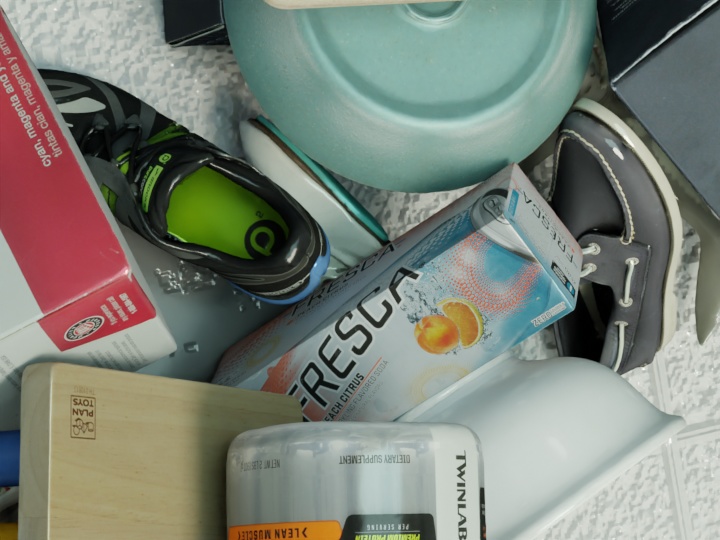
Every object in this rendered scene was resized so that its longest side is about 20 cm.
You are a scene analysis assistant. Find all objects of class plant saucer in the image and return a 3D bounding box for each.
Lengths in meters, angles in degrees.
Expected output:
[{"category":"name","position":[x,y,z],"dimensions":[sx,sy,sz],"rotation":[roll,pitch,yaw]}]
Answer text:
[{"category":"plant saucer","position":[0.031,-0.140,1.128],"dimensions":[0.198,0.036,0.202],"rotation":[1,86,-15]}]

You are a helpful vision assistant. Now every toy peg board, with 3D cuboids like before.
[{"category":"toy peg board","position":[-0.120,0.154,1.058],"dimensions":[0.200,0.097,0.201],"rotation":[14,73,-58]}]

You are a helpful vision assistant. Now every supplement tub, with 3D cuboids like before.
[{"category":"supplement tub","position":[-0.001,0.172,1.041],"dimensions":[0.122,0.122,0.202],"rotation":[2,82,-23]}]

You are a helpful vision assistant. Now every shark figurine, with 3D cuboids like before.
[{"category":"shark figurine","position":[0.138,-0.062,1.279],"dimensions":[0.089,0.128,0.215],"rotation":[-40,124,6]}]

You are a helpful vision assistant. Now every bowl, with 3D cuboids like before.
[{"category":"bowl","position":[0.064,0.103,1.180],"dimensions":[0.200,0.201,0.091],"rotation":[-32,81,-21]}]

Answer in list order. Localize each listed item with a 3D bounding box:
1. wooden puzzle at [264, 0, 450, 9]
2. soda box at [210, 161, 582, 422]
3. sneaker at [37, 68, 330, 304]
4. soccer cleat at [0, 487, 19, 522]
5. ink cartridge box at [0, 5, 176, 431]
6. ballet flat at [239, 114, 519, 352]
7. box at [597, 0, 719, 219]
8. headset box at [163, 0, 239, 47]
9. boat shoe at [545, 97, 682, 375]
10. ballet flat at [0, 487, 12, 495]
[{"category":"wooden puzzle","position":[0.021,-0.225,1.098],"dimensions":[0.184,0.037,0.201],"rotation":[-5,68,-17]},{"category":"soda box","position":[0.015,0.031,1.152],"dimensions":[0.199,0.069,0.064],"rotation":[-34,106,22]},{"category":"sneaker","position":[-0.104,-0.050,1.138],"dimensions":[0.199,0.083,0.071],"rotation":[28,79,6]},{"category":"soccer cleat","position":[-0.215,0.171,1.093],"dimensions":[0.200,0.069,0.078],"rotation":[-41,128,-9]},{"category":"ink cartridge box","position":[-0.209,0.006,1.026],"dimensions":[0.199,0.145,0.145],"rotation":[-28,76,-4]},{"category":"ballet flat","position":[0.000,0.000,1.214],"dimensions":[0.200,0.069,0.070],"rotation":[39,74,-19]},{"category":"box","position":[0.231,-0.102,1.220],"dimensions":[0.124,0.197,0.200],"rotation":[-37,110,17]},{"category":"headset box","position":[-0.014,-0.208,1.192],"dimensions":[0.198,0.093,0.176],"rotation":[-4,90,-23]},{"category":"boat shoe","position":[0.128,-0.007,1.217],"dimensions":[0.063,0.073,0.201],"rotation":[-40,144,-19]},{"category":"ballet flat","position":[-0.142,0.099,1.144],"dimensions":[0.199,0.064,0.076],"rotation":[17,81,-23]}]
